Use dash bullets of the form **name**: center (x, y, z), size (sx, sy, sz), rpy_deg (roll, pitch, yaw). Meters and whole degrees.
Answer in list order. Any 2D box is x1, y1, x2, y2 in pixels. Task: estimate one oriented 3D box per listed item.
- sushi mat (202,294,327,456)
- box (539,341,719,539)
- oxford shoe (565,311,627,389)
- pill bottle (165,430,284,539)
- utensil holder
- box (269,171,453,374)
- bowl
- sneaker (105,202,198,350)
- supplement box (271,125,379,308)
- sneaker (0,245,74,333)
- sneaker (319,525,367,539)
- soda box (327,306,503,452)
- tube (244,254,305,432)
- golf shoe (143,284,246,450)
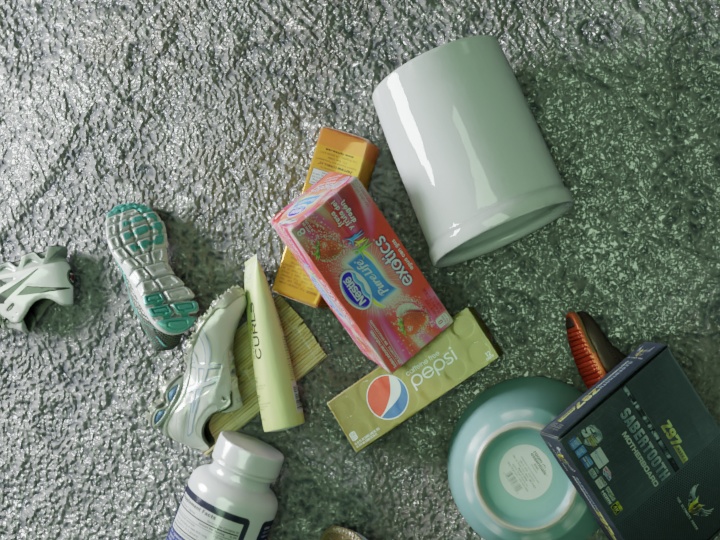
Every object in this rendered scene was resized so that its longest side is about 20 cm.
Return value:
- **sushi mat**: center (-0.140, 0.126, 1.416), size (0.199, 0.012, 0.096), rpy_deg (-40, 79, 8)
- **box**: center (0.303, 0.201, 1.226), size (0.157, 0.051, 0.202), rpy_deg (-36, 100, -14)
- **oxford shoe**: center (0.296, 0.124, 1.297), size (0.072, 0.071, 0.202), rpy_deg (-31, 88, -8)
- **pill bottle**: center (-0.161, 0.295, 1.365), size (0.110, 0.111, 0.203), rpy_deg (23, 93, 12)
- **utensil holder**: center (0.118, -0.130, 1.288), size (0.168, 0.170, 0.203), rpy_deg (-25, 82, 11)
- **box**: center (0.000, 0.000, 1.296), size (0.094, 0.102, 0.201), rpy_deg (-38, 108, -9)
- **bowl**: center (0.185, 0.222, 1.292), size (0.197, 0.105, 0.205), rpy_deg (0, 89, 13)
- **sneaker**: center (-0.261, 0.011, 1.417), size (0.076, 0.092, 0.202), rpy_deg (-11, 59, -26)
- **supplement box**: center (-0.041, -0.060, 1.373), size (0.068, 0.066, 0.203), rpy_deg (16, 91, 13)
- **sneaker**: center (-0.447, 0.042, 1.458), size (0.197, 0.074, 0.090), rpy_deg (-19, 82, 12)
- **sneaker**: center (0.045, 0.356, 1.346), size (0.199, 0.112, 0.072), rpy_deg (26, 97, 43)
- **soda box**: center (0.063, 0.123, 1.344), size (0.199, 0.064, 0.068), rpy_deg (-35, 82, 9)
- **tube**: center (-0.110, 0.085, 1.374), size (0.057, 0.052, 0.204), rpy_deg (-13, 87, 32)
- **golf shoe**: center (-0.168, 0.117, 1.383), size (0.096, 0.078, 0.202), rpy_deg (31, 103, 9)
